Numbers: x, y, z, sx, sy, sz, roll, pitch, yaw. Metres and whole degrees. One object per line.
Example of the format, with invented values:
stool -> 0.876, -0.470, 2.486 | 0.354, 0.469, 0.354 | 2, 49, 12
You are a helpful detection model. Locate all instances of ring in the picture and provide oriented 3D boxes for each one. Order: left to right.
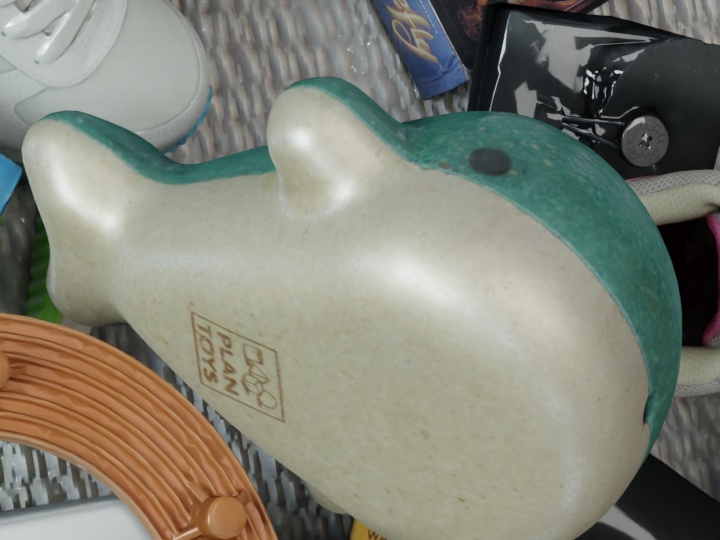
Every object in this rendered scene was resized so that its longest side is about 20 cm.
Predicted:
ring -> -0.102, 0.110, 0.778 | 0.200, 0.019, 0.201 | 4, 81, -28

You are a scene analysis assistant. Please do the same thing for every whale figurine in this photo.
whale figurine -> 0.000, 0.000, 0.823 | 0.104, 0.200, 0.159 | -50, 147, -37

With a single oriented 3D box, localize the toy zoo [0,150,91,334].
toy zoo -> -0.169, -0.038, 0.882 | 0.200, 0.020, 0.132 | 17, 75, -27

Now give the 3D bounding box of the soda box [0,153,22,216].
soda box -> -0.202, -0.050, 0.815 | 0.200, 0.064, 0.068 | 35, 68, -22

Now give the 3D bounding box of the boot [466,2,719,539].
boot -> 0.100, 0.018, 0.987 | 0.164, 0.066, 0.201 | 10, 87, -28

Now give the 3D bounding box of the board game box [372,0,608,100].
board game box -> 0.033, -0.180, 1.010 | 0.135, 0.035, 0.200 | -33, 100, -29

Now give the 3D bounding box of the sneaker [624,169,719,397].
sneaker -> 0.122, 0.005, 0.911 | 0.199, 0.088, 0.082 | -9, 96, -19

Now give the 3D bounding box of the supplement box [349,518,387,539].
supplement box -> 0.019, 0.131, 0.888 | 0.069, 0.067, 0.201 | 10, 78, 0

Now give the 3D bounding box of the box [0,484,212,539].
box -> -0.142, 0.153, 0.821 | 0.199, 0.106, 0.153 | -7, 86, -30

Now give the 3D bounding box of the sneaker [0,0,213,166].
sneaker -> -0.124, -0.096, 0.857 | 0.200, 0.081, 0.077 | 32, 66, -23
